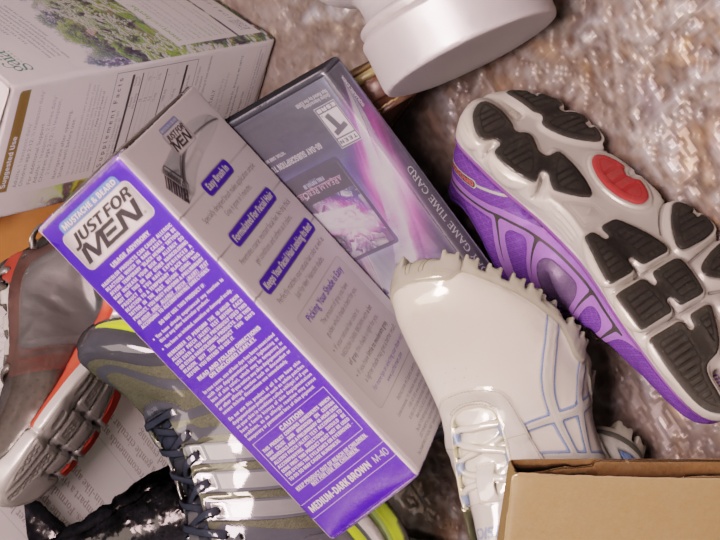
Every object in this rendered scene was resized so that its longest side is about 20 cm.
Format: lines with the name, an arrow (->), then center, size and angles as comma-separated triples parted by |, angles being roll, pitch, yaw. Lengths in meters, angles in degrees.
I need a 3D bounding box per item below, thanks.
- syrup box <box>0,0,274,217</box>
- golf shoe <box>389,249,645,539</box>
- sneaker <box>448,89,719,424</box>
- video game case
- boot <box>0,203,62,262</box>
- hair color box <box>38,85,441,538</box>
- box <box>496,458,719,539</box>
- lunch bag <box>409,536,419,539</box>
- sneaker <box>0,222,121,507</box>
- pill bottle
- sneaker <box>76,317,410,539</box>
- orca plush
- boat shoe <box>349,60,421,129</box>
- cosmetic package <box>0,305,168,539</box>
syrup box -> -0.145, -0.095, 1.020 | 0.079, 0.199, 0.082 | 35, 122, 26
golf shoe -> 0.073, 0.082, 0.902 | 0.078, 0.097, 0.200 | -15, 124, 38
sneaker -> 0.116, -0.001, 0.925 | 0.200, 0.080, 0.084 | 50, 146, 27
video game case -> 0.000, 0.000, 0.975 | 0.143, 0.019, 0.200 | -23, 108, 46
boot -> -0.178, -0.040, 1.154 | 0.200, 0.074, 0.155 | 36, 124, 15
hair color box -> -0.048, 0.017, 0.920 | 0.065, 0.109, 0.200 | -38, 98, 24
box -> 0.133, 0.181, 0.905 | 0.021, 0.162, 0.201 | -119, 33, -65
lunch bag -> 0.024, 0.242, 1.032 | 0.199, 0.117, 0.165 | 21, 119, 43
sneaker -> -0.165, 0.031, 1.041 | 0.081, 0.201, 0.077 | 21, 156, 11
pill bottle -> 0.012, -0.192, 0.914 | 0.119, 0.119, 0.201 | -28, 84, 41
sneaker -> -0.067, 0.102, 0.962 | 0.200, 0.081, 0.074 | 41, 154, -5
orca plush -> -0.085, 0.104, 1.040 | 0.199, 0.105, 0.072 | -10, 112, 3
boat shoe -> -0.019, -0.044, 1.019 | 0.068, 0.072, 0.200 | 51, 137, 7
cosmetic package -> -0.231, 0.145, 1.126 | 0.164, 0.200, 0.165 | 7, 142, 39
